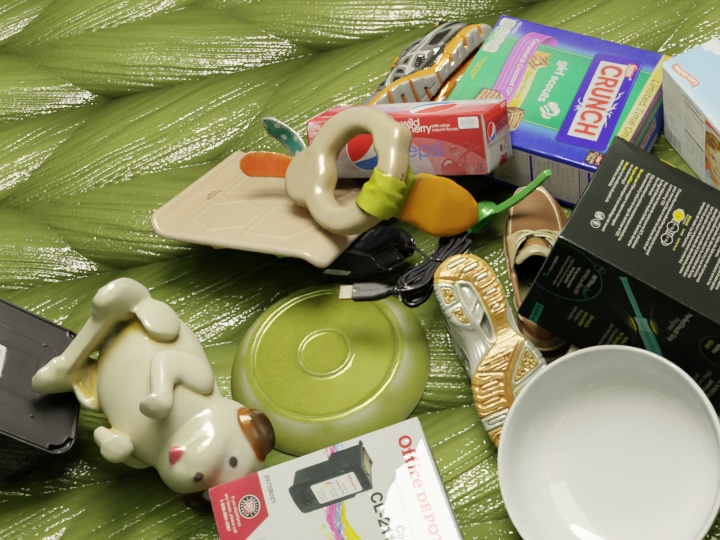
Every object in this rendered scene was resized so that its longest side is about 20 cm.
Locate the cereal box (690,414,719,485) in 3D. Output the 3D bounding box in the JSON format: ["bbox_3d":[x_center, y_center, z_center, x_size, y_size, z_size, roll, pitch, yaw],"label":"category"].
[{"bbox_3d":[0.393,0.134,1.278,0.144,0.040,0.200,19,61,26],"label":"cereal box"}]

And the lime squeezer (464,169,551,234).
[{"bbox_3d":[0.113,-0.070,1.469,0.200,0.038,0.071,6,91,43],"label":"lime squeezer"}]

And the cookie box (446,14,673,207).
[{"bbox_3d":[0.204,-0.164,1.516,0.200,0.075,0.171,19,59,24],"label":"cookie box"}]

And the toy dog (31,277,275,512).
[{"bbox_3d":[-0.176,0.133,1.353,0.140,0.194,0.200,-46,68,7],"label":"toy dog"}]

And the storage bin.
[{"bbox_3d":[-0.369,0.100,1.372,0.094,0.200,0.135,-31,43,38],"label":"storage bin"}]

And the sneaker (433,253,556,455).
[{"bbox_3d":[0.129,0.082,1.360,0.076,0.088,0.200,-19,76,1],"label":"sneaker"}]

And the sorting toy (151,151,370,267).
[{"bbox_3d":[-0.084,-0.060,1.493,0.200,0.037,0.185,12,33,25],"label":"sorting toy"}]

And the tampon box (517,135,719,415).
[{"bbox_3d":[0.265,0.009,1.269,0.200,0.150,0.126,30,61,6],"label":"tampon box"}]

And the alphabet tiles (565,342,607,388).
[{"bbox_3d":[0.267,0.035,1.351,0.195,0.015,0.200,29,60,5],"label":"alphabet tiles"}]

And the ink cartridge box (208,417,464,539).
[{"bbox_3d":[-0.015,0.233,1.275,0.200,0.083,0.146,-20,52,-1],"label":"ink cartridge box"}]

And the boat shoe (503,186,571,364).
[{"bbox_3d":[0.177,-0.005,1.408,0.076,0.074,0.200,-9,53,7],"label":"boat shoe"}]

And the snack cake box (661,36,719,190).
[{"bbox_3d":[0.374,-0.117,1.418,0.067,0.115,0.200,-26,53,-7],"label":"snack cake box"}]

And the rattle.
[{"bbox_3d":[-0.003,-0.095,1.450,0.143,0.130,0.200,-7,5,-43],"label":"rattle"}]

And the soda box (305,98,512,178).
[{"bbox_3d":[0.048,-0.132,1.469,0.200,0.063,0.070,1,20,28],"label":"soda box"}]

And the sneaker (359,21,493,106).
[{"bbox_3d":[0.059,-0.201,1.586,0.200,0.078,0.077,-40,42,-20],"label":"sneaker"}]

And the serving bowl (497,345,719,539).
[{"bbox_3d":[0.221,0.167,1.254,0.200,0.066,0.200,-5,79,25],"label":"serving bowl"}]

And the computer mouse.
[{"bbox_3d":[0.000,0.000,1.438,0.200,0.046,0.140,6,31,25],"label":"computer mouse"}]

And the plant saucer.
[{"bbox_3d":[-0.033,0.086,1.419,0.200,0.031,0.200,-7,54,9],"label":"plant saucer"}]
